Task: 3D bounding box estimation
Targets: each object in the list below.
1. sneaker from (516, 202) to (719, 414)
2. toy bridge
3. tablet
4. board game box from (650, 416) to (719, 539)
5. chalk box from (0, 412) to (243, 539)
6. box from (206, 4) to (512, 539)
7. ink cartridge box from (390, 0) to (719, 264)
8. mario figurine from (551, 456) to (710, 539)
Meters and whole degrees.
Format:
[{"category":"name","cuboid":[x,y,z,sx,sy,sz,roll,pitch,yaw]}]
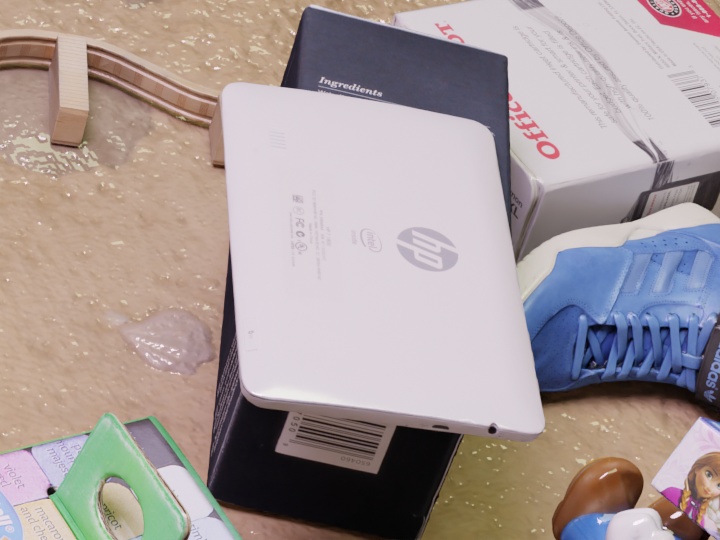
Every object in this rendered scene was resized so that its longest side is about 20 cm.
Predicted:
[{"category":"sneaker","cuboid":[0.151,0.031,1.391,0.111,0.077,0.200,35,34,31]},{"category":"toy bridge","cuboid":[-0.152,-0.096,1.451,0.200,0.027,0.067,8,40,-15]},{"category":"tablet","cuboid":[0.007,-0.008,1.195,0.130,0.014,0.200,8,42,-14]},{"category":"board game box","cuboid":[0.249,0.150,1.234,0.200,0.041,0.199,40,10,29]},{"category":"chalk box","cuboid":[-0.113,0.145,1.055,0.124,0.200,0.124,-13,49,-33]},{"category":"box","cuboid":[0.000,0.000,1.310,0.107,0.149,0.200,13,40,-9]},{"category":"ink cartridge box","cuboid":[0.122,-0.079,1.501,0.200,0.083,0.145,-13,50,-33]},{"category":"mario figurine","cuboid":[0.166,0.156,1.188,0.123,0.106,0.200,-7,40,-22]}]
